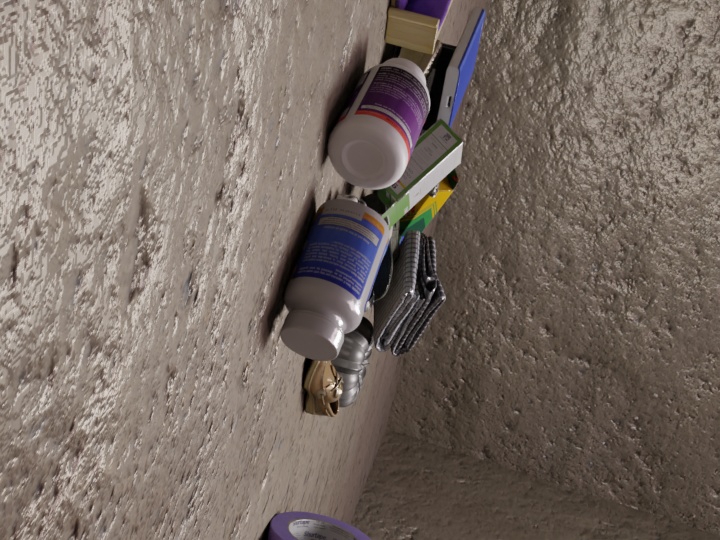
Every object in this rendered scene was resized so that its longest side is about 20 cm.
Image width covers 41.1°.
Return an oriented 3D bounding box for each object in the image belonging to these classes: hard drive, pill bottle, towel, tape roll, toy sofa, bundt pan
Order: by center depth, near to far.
[{"bbox_3d":[-0.038,0.014,1.292,0.113,0.111,0.202,94,15,-59],"label":"pill bottle"},{"bbox_3d":[0.032,-0.212,1.340,0.113,0.111,0.201,99,11,-45],"label":"pill bottle"},{"bbox_3d":[0.107,-0.445,1.525,0.098,0.082,0.201,99,10,-49],"label":"toy sofa"},{"bbox_3d":[0.171,-0.342,1.638,0.201,0.025,0.133,-66,169,-44],"label":"hard drive"},{"bbox_3d":[-0.076,0.513,1.717,0.200,0.197,0.086,-17,123,-81],"label":"tape roll"},{"bbox_3d":[0.091,0.043,1.838,0.201,0.085,0.167,119,-18,-44],"label":"towel"},{"bbox_3d":[-0.024,0.177,1.888,0.202,0.075,0.205,15,90,-83],"label":"bundt pan"}]

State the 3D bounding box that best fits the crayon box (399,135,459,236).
[{"bbox_3d":[0.113,-0.170,1.848,0.200,0.050,0.128,-55,-134,54],"label":"crayon box"}]

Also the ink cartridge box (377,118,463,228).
[{"bbox_3d":[0.078,-0.148,1.575,0.200,0.059,0.104,-43,169,-6],"label":"ink cartridge box"}]

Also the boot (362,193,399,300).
[{"bbox_3d":[0.046,-0.034,1.757,0.131,0.067,0.203,33,57,-66],"label":"boot"}]

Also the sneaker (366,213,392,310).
[{"bbox_3d":[-0.001,0.000,1.657,0.112,0.076,0.201,88,22,-49],"label":"sneaker"}]

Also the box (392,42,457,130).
[{"bbox_3d":[0.113,-0.336,1.714,0.200,0.103,0.150,-48,153,-75],"label":"box"}]

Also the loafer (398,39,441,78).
[{"bbox_3d":[0.059,-0.295,1.558,0.201,0.068,0.076,-58,171,0],"label":"loafer"}]

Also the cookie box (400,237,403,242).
[{"bbox_3d":[0.060,-0.051,2.030,0.172,0.074,0.202,94,13,-56],"label":"cookie box"}]

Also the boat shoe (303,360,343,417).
[{"bbox_3d":[-0.060,0.196,1.691,0.201,0.064,0.072,95,14,-57],"label":"boat shoe"}]

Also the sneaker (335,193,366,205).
[{"bbox_3d":[-0.010,-0.074,1.496,0.200,0.074,0.082,5,92,-83],"label":"sneaker"}]

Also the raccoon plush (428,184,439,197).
[{"bbox_3d":[0.095,-0.191,1.766,0.200,0.132,0.098,-48,152,-73],"label":"raccoon plush"}]

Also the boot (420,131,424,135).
[{"bbox_3d":[0.130,-0.307,2.102,0.200,0.065,0.167,92,17,-78],"label":"boot"}]
